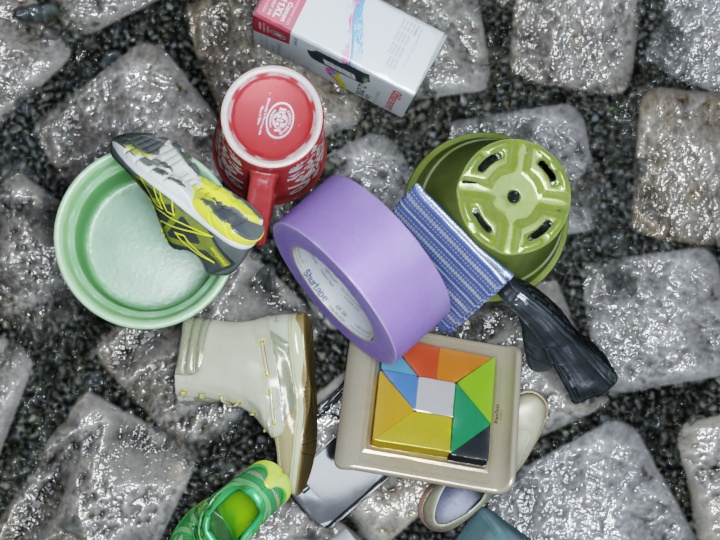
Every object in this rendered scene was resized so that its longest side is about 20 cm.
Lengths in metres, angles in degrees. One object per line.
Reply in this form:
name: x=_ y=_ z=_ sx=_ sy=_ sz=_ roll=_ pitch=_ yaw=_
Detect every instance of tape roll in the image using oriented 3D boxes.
tape roll: x=0.000 y=0.000 z=1.517 sx=0.085 sy=0.200 sz=0.200 roll=-40 pitch=89 yaw=-16

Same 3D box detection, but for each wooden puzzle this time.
wooden puzzle: x=0.079 y=0.148 z=1.557 sx=0.199 sy=0.037 sz=0.186 roll=8 pitch=57 yaw=0

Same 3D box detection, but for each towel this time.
towel: x=0.082 y=-0.010 z=1.533 sx=0.145 sy=0.200 sz=0.024 roll=45 pitch=66 yaw=2

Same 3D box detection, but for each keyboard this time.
keyboard: x=-0.008 y=0.188 z=1.598 sx=0.200 sy=0.021 sz=0.127 roll=-40 pitch=91 yaw=-7

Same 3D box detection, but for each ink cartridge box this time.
ink cartridge box: x=-0.015 y=-0.261 z=1.568 sx=0.199 sy=0.146 sz=0.083 roll=27 pitch=85 yaw=-2

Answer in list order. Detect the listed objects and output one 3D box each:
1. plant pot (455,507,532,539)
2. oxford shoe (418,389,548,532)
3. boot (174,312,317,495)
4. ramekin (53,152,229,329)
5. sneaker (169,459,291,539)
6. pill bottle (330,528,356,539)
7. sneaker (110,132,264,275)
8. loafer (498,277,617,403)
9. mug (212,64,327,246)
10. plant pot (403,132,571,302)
plant pot: x=0.169 y=0.397 z=1.504 sx=0.196 sy=0.200 sz=0.196 roll=35 pitch=84 yaw=-1
oxford shoe: x=0.147 y=0.219 z=1.579 sx=0.071 sy=0.074 sz=0.200 roll=39 pitch=84 yaw=-1
boot: x=-0.128 y=0.148 z=1.556 sx=0.154 sy=0.072 sz=0.202 roll=-1 pitch=88 yaw=9
ramekin: x=-0.235 y=-0.033 z=1.557 sx=0.198 sy=0.098 sz=0.202 roll=0 pitch=85 yaw=-4
sneaker: x=-0.159 y=0.281 z=1.522 sx=0.074 sy=0.084 sz=0.200 roll=46 pitch=116 yaw=8
pill bottle: x=-0.069 y=0.377 z=1.532 sx=0.200 sy=0.109 sz=0.109 roll=-39 pitch=89 yaw=-7
sneaker: x=-0.196 y=-0.068 z=1.476 sx=0.200 sy=0.074 sz=0.085 roll=39 pitch=122 yaw=16
loafer: x=0.213 y=0.084 z=1.566 sx=0.070 sy=0.068 sz=0.200 roll=-40 pitch=123 yaw=11
mug: x=-0.090 y=-0.130 z=1.525 sx=0.133 sy=0.200 sz=0.179 roll=-18 pitch=87 yaw=-6
plant pot: x=0.152 y=-0.071 z=1.545 sx=0.199 sy=0.190 sz=0.202 roll=0 pitch=85 yaw=-4
